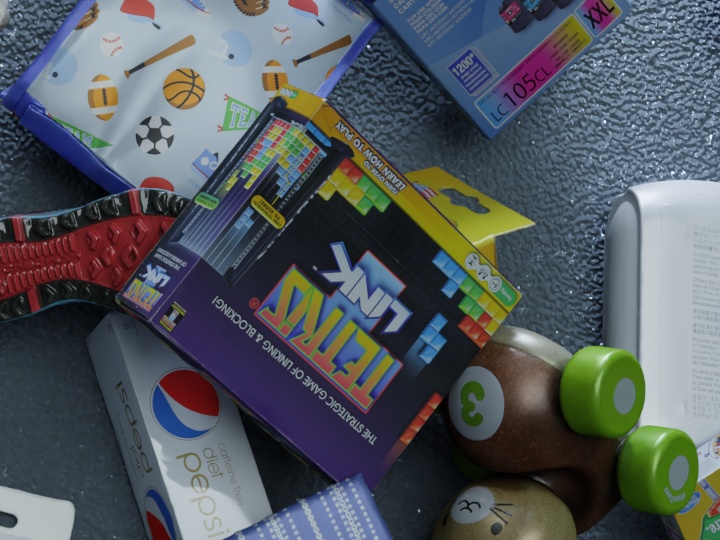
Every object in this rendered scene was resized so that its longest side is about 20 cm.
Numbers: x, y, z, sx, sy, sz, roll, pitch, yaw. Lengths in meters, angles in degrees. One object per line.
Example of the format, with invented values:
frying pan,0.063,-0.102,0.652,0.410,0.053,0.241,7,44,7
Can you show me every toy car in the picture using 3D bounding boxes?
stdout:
toy car,0.084,0.151,1.617,0.158,0.164,0.200,52,58,-38

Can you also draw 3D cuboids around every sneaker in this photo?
sneaker,-0.158,-0.016,1.613,0.199,0.096,0.080,-2,101,12

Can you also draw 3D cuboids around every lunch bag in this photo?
lunch bag,-0.115,-0.123,1.677,0.170,0.124,0.200,37,57,-6

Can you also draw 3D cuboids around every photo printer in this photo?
photo printer,0.244,0.038,1.786,0.166,0.069,0.201,8,72,-20

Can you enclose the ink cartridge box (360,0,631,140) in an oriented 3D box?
ink cartridge box,0.066,-0.205,1.722,0.136,0.076,0.200,-43,123,2

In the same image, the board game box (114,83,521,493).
board game box,-0.022,0.015,1.559,0.200,0.057,0.166,42,80,-32

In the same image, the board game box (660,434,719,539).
board game box,0.300,0.145,1.733,0.199,0.034,0.135,-32,117,-10

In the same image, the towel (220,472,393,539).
towel,-0.057,0.226,1.541,0.199,0.024,0.145,-25,89,-16

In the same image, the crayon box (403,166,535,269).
crayon box,0.000,0.000,1.677,0.199,0.127,0.051,-20,120,-23

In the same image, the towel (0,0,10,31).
towel,-0.330,-0.164,1.657,0.200,0.034,0.133,-37,88,-25

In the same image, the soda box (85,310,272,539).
soda box,-0.107,0.120,1.633,0.063,0.068,0.201,-14,79,-24

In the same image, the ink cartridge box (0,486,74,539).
ink cartridge box,-0.230,0.217,1.558,0.117,0.067,0.201,13,70,-16
